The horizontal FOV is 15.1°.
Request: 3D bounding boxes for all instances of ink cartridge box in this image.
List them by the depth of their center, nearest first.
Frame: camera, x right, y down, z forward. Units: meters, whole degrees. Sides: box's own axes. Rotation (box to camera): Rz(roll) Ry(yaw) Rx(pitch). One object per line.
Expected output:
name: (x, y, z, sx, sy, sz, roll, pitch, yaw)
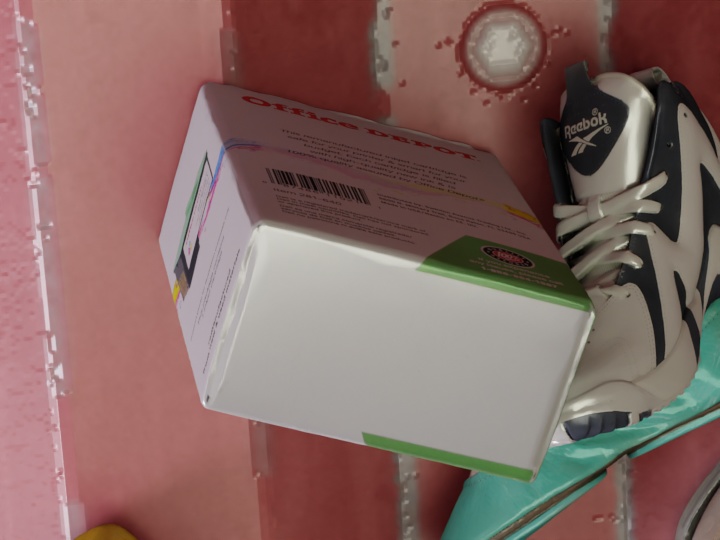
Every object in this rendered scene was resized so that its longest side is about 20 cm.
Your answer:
ink cartridge box: (0.000, 0.000, 1.148, 0.144, 0.200, 0.084, 14, 107, -14)

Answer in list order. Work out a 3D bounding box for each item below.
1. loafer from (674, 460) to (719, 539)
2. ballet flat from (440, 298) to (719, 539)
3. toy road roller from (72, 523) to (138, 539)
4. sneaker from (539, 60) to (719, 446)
loafer: (0.223, 0.074, 1.283, 0.072, 0.063, 0.201, 28, 100, -18)
ballet flat: (0.105, 0.069, 1.267, 0.199, 0.067, 0.071, -32, 85, 0)
toy road roller: (-0.144, 0.206, 1.241, 0.199, 0.146, 0.123, -28, 115, 39)
sneaker: (0.106, -0.020, 1.181, 0.199, 0.079, 0.130, -41, 111, -41)
